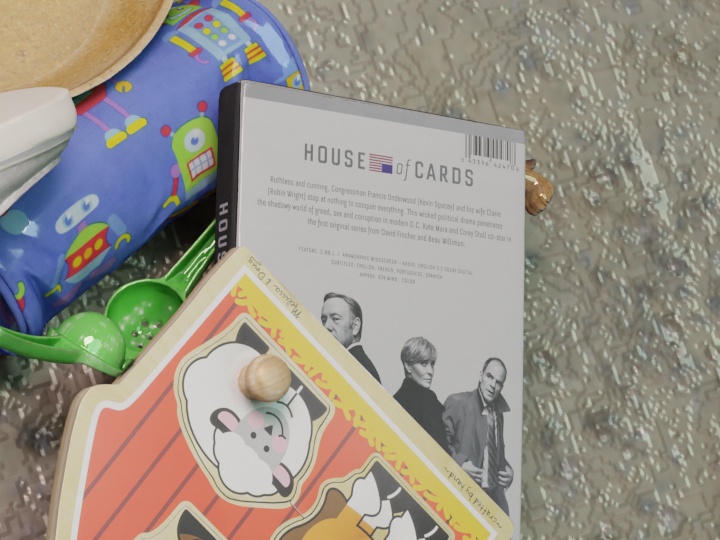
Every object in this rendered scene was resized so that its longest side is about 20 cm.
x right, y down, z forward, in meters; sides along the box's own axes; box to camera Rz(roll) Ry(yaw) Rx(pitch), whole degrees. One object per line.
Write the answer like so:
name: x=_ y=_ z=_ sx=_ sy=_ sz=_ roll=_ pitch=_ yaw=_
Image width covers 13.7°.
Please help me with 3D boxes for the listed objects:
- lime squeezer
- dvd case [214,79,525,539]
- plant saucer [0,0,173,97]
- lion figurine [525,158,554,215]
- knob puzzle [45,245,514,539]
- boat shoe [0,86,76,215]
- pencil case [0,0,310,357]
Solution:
lime squeezer: x=-0.096 y=0.017 z=1.239 sx=0.038 sy=0.071 sz=0.200 roll=46 pitch=39 yaw=10
dvd case: x=0.005 y=0.028 z=1.274 sx=0.150 sy=0.025 sz=0.201 roll=9 pitch=76 yaw=-32
plant saucer: x=-0.176 y=-0.145 z=1.282 sx=0.199 sy=0.035 sz=0.201 roll=8 pitch=60 yaw=-14
lion figurine: x=0.000 y=0.000 z=1.338 sx=0.122 sy=0.072 sz=0.200 roll=31 pitch=58 yaw=-10
knob puzzle: x=-0.041 y=0.118 z=1.195 sx=0.219 sy=0.030 sz=0.221 roll=6 pitch=78 yaw=-32
boat shoe: x=-0.184 y=-0.007 z=1.148 sx=0.200 sy=0.072 sz=0.069 roll=-36 pitch=117 yaw=-39
pencil case: x=-0.109 y=-0.041 z=1.284 sx=0.200 sy=0.078 sz=0.087 roll=-41 pitch=123 yaw=-31
